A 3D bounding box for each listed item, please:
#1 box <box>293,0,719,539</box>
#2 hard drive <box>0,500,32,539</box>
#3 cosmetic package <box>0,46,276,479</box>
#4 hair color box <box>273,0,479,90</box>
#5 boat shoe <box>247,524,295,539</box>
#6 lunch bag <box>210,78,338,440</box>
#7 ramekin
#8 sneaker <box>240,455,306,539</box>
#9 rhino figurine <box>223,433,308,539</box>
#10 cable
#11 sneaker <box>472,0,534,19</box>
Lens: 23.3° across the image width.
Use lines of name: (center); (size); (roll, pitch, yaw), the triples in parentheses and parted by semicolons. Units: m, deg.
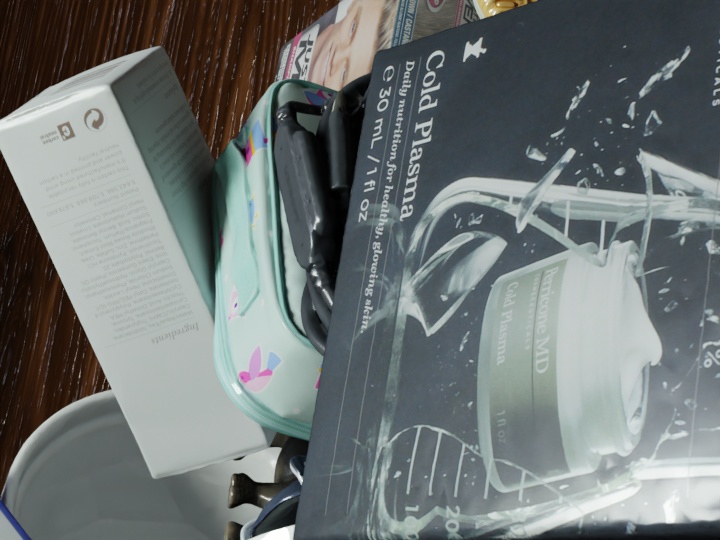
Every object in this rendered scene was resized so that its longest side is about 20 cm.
box: (0.096, 0.012, 0.612); (0.196, 0.124, 0.201); (-11, 63, 45)
hard drive: (-0.173, 0.202, 0.888); (0.200, 0.025, 0.133); (39, 128, 43)
cosmetic package: (-0.104, -0.005, 0.899); (0.102, 0.074, 0.201); (-60, -49, -69)
hair color box: (0.003, -0.116, 1.092); (0.200, 0.060, 0.101); (-22, 55, 63)
boat shoe: (0.017, 0.138, 0.740); (0.200, 0.072, 0.061); (-15, 60, 14)
lunch bag: (0.000, 0.000, 0.876); (0.077, 0.160, 0.201); (-56, 28, 37)
ramekin: (-0.113, 0.174, 0.997); (0.201, 0.199, 0.105); (-96, 22, -45)
sneaker: (-0.004, 0.099, 0.886); (0.070, 0.108, 0.201); (-58, 26, 33)
rhino figurine: (-0.030, 0.135, 0.945); (0.201, 0.087, 0.060); (-88, 6, -46)
cable: (0.050, -0.013, 0.783); (0.051, 0.162, 0.201); (99, 160, -55)
sneaker: (0.085, -0.178, 0.941); (0.088, 0.075, 0.201); (106, 169, -50)
